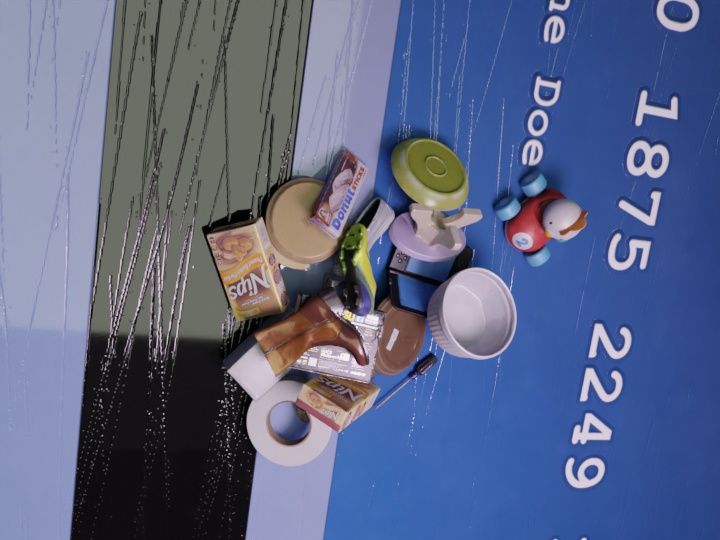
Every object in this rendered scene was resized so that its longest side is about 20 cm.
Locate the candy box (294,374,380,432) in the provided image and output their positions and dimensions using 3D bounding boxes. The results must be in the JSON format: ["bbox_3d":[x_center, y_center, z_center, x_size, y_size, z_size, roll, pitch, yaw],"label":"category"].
[{"bbox_3d":[-0.046,0.275,1.609,0.114,0.200,0.056,29,105,16],"label":"candy box"}]

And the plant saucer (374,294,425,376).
[{"bbox_3d":[0.090,0.151,1.718,0.198,0.029,0.204,-14,110,-43],"label":"plant saucer"}]

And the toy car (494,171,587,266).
[{"bbox_3d":[0.452,-0.112,1.739,0.176,0.200,0.185,-41,111,-6],"label":"toy car"}]

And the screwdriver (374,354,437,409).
[{"bbox_3d":[0.109,0.274,1.799,0.199,0.029,0.028,-38,111,-4],"label":"screwdriver"}]

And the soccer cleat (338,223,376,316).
[{"bbox_3d":[-0.001,0.001,1.586,0.083,0.064,0.204,20,64,-49],"label":"soccer cleat"}]

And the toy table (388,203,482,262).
[{"bbox_3d":[0.174,-0.106,1.661,0.197,0.117,0.186,-9,65,-32],"label":"toy table"}]

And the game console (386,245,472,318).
[{"bbox_3d":[0.171,0.014,1.710,0.197,0.119,0.175,17,102,-22],"label":"game console"}]

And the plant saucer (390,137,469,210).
[{"bbox_3d":[0.163,-0.225,1.638,0.197,0.031,0.203,14,55,-20],"label":"plant saucer"}]

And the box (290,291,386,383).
[{"bbox_3d":[-0.056,0.147,1.603,0.197,0.049,0.163,13,91,-15],"label":"box"}]

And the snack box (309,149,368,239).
[{"bbox_3d":[-0.044,-0.168,1.595,0.072,0.024,0.202,38,54,-23],"label":"snack box"}]

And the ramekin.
[{"bbox_3d":[0.243,0.103,1.657,0.197,0.105,0.204,6,75,-24],"label":"ramekin"}]

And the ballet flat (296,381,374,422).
[{"bbox_3d":[-0.055,0.316,1.735,0.197,0.068,0.076,-13,127,-10],"label":"ballet flat"}]

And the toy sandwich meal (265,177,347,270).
[{"bbox_3d":[-0.123,-0.102,1.618,0.201,0.070,0.209,0,91,-16],"label":"toy sandwich meal"}]

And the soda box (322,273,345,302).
[{"bbox_3d":[-0.060,0.114,1.679,0.063,0.068,0.204,5,101,-20],"label":"soda box"}]

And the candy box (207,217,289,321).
[{"bbox_3d":[-0.238,-0.001,1.569,0.114,0.055,0.203,-11,107,16],"label":"candy box"}]

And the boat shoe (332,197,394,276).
[{"bbox_3d":[-0.006,-0.081,1.652,0.202,0.070,0.072,-51,129,-10],"label":"boat shoe"}]

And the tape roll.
[{"bbox_3d":[-0.160,0.344,1.673,0.199,0.037,0.207,1,97,5],"label":"tape roll"}]

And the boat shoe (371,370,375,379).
[{"bbox_3d":[-0.004,0.163,1.708,0.067,0.072,0.204,-5,99,-12],"label":"boat shoe"}]

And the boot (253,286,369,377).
[{"bbox_3d":[-0.098,0.162,1.536,0.198,0.068,0.190,-33,103,-8],"label":"boot"}]

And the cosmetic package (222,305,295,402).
[{"bbox_3d":[-0.200,0.181,1.637,0.200,0.090,0.107,-45,109,-9],"label":"cosmetic package"}]
